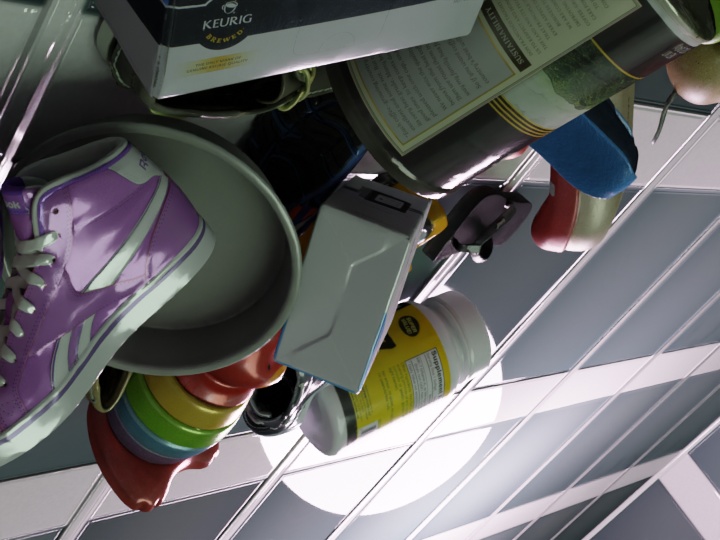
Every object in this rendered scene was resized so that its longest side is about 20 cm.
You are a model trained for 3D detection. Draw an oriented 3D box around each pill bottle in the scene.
[{"bbox_3d":[0.029,0.100,1.119,0.198,0.115,0.115,-22,151,-25],"label":"pill bottle"}]

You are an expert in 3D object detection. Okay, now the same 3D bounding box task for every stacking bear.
[{"bbox_3d":[-0.129,0.087,0.878,0.200,0.114,0.121,-43,175,36],"label":"stacking bear"}]

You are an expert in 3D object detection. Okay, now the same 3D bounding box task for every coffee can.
[{"bbox_3d":[0.095,-0.155,0.677,0.199,0.148,0.146,-29,160,32],"label":"coffee can"}]

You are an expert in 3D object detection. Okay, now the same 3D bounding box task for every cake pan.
[{"bbox_3d":[-0.135,-0.017,0.706,0.198,0.037,0.202,1,128,1],"label":"cake pan"}]

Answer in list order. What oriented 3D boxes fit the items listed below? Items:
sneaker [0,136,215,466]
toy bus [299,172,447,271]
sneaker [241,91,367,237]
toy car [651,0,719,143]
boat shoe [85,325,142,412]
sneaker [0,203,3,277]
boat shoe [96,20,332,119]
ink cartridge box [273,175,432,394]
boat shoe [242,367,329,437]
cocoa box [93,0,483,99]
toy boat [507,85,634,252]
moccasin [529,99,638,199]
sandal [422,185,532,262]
[{"bbox_3d":[-0.185,0.010,0.611,0.201,0.072,0.115,-51,131,-15],"label":"sneaker"},{"bbox_3d":[-0.021,-0.005,0.940,0.199,0.065,0.078,-32,154,-7],"label":"toy bus"},{"bbox_3d":[-0.056,-0.065,0.813,0.200,0.076,0.078,-41,167,24],"label":"sneaker"},{"bbox_3d":[0.340,-0.186,0.981,0.164,0.158,0.200,-32,167,-29],"label":"toy car"},{"bbox_3d":[-0.171,0.030,0.806,0.071,0.076,0.201,-14,146,-35],"label":"boat shoe"},{"bbox_3d":[-0.240,-0.038,0.625,0.089,0.080,0.202,-72,177,-61],"label":"sneaker"},{"bbox_3d":[-0.067,-0.128,0.688,0.200,0.061,0.072,-8,143,-44],"label":"boat shoe"},{"bbox_3d":[0.000,0.000,0.812,0.200,0.066,0.117,-56,164,-76],"label":"ink cartridge box"},{"bbox_3d":[-0.080,0.115,1.027,0.067,0.072,0.200,-24,170,-35],"label":"boat shoe"},{"bbox_3d":[-0.033,-0.192,0.539,0.198,0.134,0.132,-18,149,-30],"label":"cocoa box"},{"bbox_3d":[0.161,-0.115,0.925,0.131,0.129,0.202,-50,141,-57],"label":"toy boat"},{"bbox_3d":[0.129,-0.138,0.808,0.080,0.200,0.068,-29,-161,37],"label":"moccasin"},{"bbox_3d":[0.123,-0.042,1.033,0.199,0.043,0.076,-16,145,-58],"label":"sandal"}]
